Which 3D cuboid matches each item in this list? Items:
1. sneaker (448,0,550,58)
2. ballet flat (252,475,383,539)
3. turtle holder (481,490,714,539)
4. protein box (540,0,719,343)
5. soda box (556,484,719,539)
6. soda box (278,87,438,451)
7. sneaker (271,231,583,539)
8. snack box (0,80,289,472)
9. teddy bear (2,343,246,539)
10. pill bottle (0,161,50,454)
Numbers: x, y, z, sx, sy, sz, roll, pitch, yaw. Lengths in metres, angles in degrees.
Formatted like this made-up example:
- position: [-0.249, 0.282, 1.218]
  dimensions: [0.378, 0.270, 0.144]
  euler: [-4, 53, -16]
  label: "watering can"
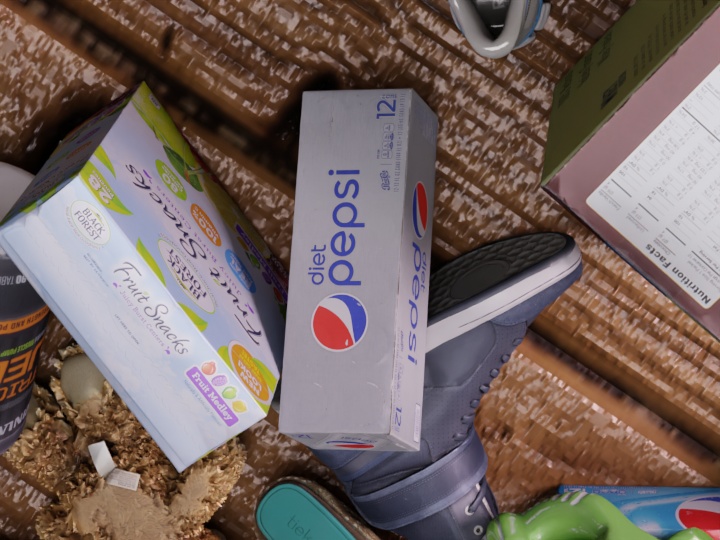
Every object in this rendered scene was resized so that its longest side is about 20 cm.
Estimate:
- position: [0.066, -0.211, 1.428]
  dimensions: [0.075, 0.087, 0.200]
  euler: [-11, 106, 11]
  label: "sneaker"
- position: [0.017, 0.200, 1.558]
  dimensions: [0.071, 0.065, 0.200]
  euler: [-43, 72, 6]
  label: "ballet flat"
- position: [0.147, 0.216, 1.470]
  dimensions: [0.185, 0.141, 0.132]
  euler: [43, 110, -10]
  label: "turtle holder"
- position: [0.215, -0.099, 1.389]
  dimensions: [0.135, 0.199, 0.200]
  euler: [41, 108, -8]
  label: "protein box"
- position: [0.216, 0.172, 1.555]
  dimensions: [0.200, 0.064, 0.068]
  euler: [0, 109, 5]
  label: "soda box"
- position: [0.000, 0.000, 1.465]
  dimensions: [0.068, 0.063, 0.200]
  euler: [-1, 77, 17]
  label: "soda box"
- position: [0.069, 0.077, 1.534]
  dimensions: [0.202, 0.077, 0.146]
  euler: [-32, 108, 10]
  label: "sneaker"
- position: [-0.112, -0.001, 1.458]
  dimensions: [0.068, 0.200, 0.169]
  euler: [-34, 103, 16]
  label: "snack box"
- position: [-0.139, 0.136, 1.588]
  dimensions: [0.200, 0.067, 0.145]
  euler: [37, 104, 1]
  label: "teddy bear"
- position: [-0.239, 0.041, 1.515]
  dimensions: [0.106, 0.106, 0.200]
  euler: [17, 120, 0]
  label: "pill bottle"
